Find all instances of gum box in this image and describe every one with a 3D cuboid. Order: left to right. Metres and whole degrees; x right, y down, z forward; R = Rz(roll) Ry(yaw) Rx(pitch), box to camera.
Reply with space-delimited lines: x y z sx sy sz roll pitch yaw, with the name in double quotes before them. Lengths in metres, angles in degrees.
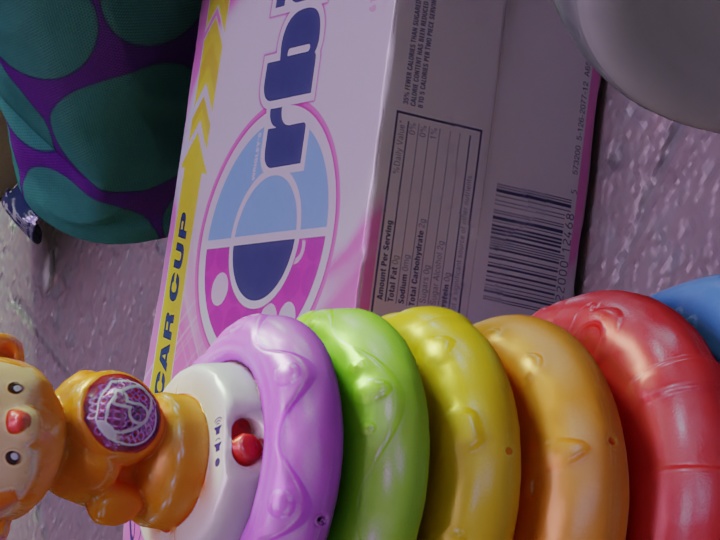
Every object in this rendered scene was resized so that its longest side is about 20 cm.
"gum box" 0.000 0.000 0.786 0.113 0.066 0.200 -6 74 59

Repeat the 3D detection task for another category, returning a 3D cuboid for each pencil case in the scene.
"pencil case" -0.084 -0.095 0.853 0.092 0.085 0.200 39 156 34

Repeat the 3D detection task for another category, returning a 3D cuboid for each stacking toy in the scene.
"stacking toy" -0.007 0.046 0.642 0.110 0.200 0.116 -26 57 56

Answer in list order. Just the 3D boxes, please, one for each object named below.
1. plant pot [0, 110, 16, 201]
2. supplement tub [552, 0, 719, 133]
"plant pot" -0.137 -0.124 0.987 0.200 0.187 0.188 -32 52 42
"supplement tub" 0.075 -0.136 0.643 0.123 0.122 0.200 -56 35 35
